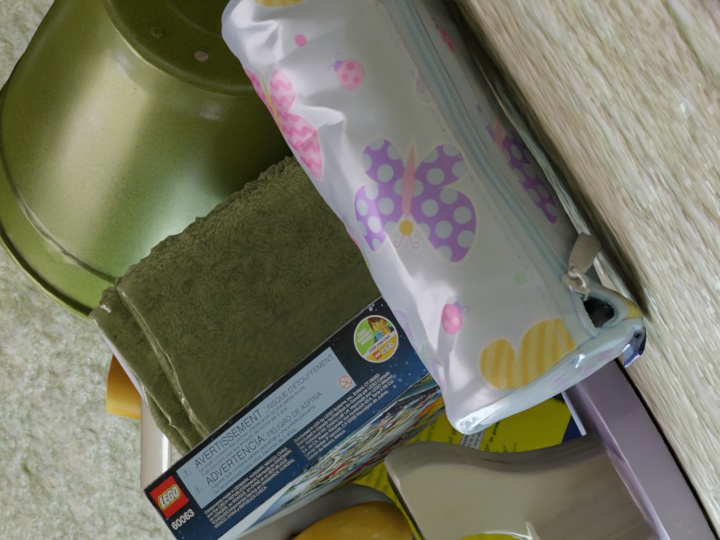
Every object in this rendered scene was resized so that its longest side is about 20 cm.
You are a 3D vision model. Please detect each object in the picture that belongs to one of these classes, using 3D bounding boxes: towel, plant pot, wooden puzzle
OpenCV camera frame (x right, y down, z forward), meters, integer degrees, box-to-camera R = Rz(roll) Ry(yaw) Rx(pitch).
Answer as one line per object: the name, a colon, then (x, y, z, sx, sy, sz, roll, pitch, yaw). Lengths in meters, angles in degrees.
towel: (-0.022, 0.012, 1.100, 0.149, 0.200, 0.036, 61, 168, -29)
plant pot: (-0.085, -0.095, 1.149, 0.201, 0.200, 0.193, 59, 153, 17)
wooden puzzle: (-0.117, 0.007, 1.325, 0.186, 0.046, 0.200, 97, -179, -47)

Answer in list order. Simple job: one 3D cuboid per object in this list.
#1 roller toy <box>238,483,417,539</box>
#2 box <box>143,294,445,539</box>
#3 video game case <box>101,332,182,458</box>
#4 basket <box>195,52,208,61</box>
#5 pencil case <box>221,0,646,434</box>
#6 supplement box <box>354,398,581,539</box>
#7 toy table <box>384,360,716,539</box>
roller toy: (-0.041, 0.194, 1.104, 0.140, 0.182, 0.200, 59, 177, 20)
box: (0.005, 0.055, 0.985, 0.038, 0.136, 0.200, 53, -161, 9)
video game case: (-0.015, 0.027, 1.141, 0.143, 0.200, 0.017, 60, 168, -28)
basket: (-0.081, -0.062, 1.534, 0.199, 0.200, 0.161, 60, 176, -38)
pencil case: (0.026, -0.037, 0.852, 0.200, 0.083, 0.091, 59, 163, 13)
supplement box: (0.024, 0.107, 1.251, 0.199, 0.110, 0.109, 19, 168, 13)
toy table: (0.096, 0.127, 1.063, 0.200, 0.117, 0.184, 61, 177, -27)
